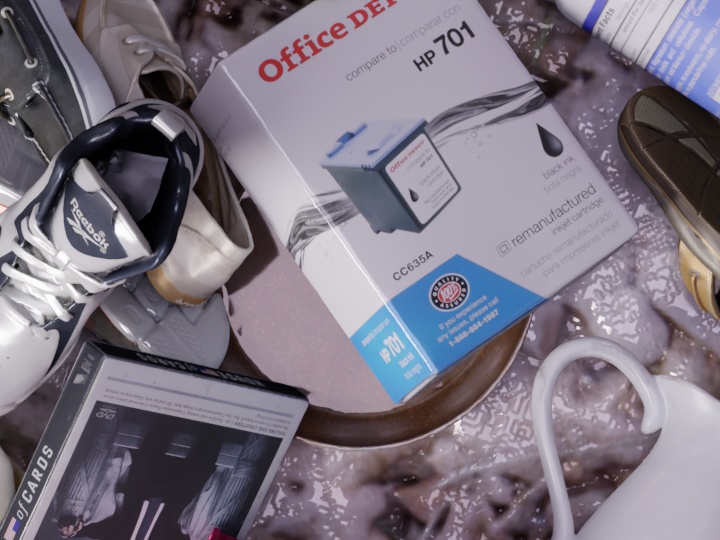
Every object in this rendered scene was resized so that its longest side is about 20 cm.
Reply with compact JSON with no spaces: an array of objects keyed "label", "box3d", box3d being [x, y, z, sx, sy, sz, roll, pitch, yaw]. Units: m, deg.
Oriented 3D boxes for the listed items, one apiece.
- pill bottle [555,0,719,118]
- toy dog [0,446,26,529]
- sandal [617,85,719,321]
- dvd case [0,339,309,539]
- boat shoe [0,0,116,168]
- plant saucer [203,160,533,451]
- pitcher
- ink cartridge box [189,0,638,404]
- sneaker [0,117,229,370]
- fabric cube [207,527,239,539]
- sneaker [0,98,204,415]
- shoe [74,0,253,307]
[{"label":"pill bottle","box3d":[0.175,-0.162,1.579,0.200,0.112,0.112,34,91,5]},{"label":"toy dog","box3d":[-0.265,0.163,1.562,0.200,0.194,0.140,-45,96,-7]},{"label":"sandal","box3d":[0.201,-0.009,1.600,0.080,0.054,0.200,-36,90,-42]},{"label":"dvd case","box3d":[-0.127,0.141,1.568,0.025,0.150,0.201,36,106,45]},{"label":"boat shoe","box3d":[-0.184,-0.110,1.590,0.056,0.069,0.201,-13,59,-24]},{"label":"plant saucer","box3d":[0.000,0.000,1.625,0.199,0.034,0.202,0,88,3]},{"label":"pitcher","box3d":[0.150,0.149,1.577,0.171,0.121,0.201,23,81,3]},{"label":"ink cartridge box","box3d":[0.027,-0.055,1.550,0.146,0.086,0.200,-34,87,-18]},{"label":"sneaker","box3d":[-0.154,-0.002,1.615,0.200,0.082,0.077,45,47,14]},{"label":"fabric cube","box3d":[-0.036,0.283,1.519,0.199,0.196,0.201,27,100,-4]},{"label":"sneaker","box3d":[-0.150,-0.008,1.464,0.199,0.130,0.080,-44,92,-8]},{"label":"shoe","box3d":[-0.103,-0.079,1.591,0.053,0.070,0.201,-37,62,40]}]
